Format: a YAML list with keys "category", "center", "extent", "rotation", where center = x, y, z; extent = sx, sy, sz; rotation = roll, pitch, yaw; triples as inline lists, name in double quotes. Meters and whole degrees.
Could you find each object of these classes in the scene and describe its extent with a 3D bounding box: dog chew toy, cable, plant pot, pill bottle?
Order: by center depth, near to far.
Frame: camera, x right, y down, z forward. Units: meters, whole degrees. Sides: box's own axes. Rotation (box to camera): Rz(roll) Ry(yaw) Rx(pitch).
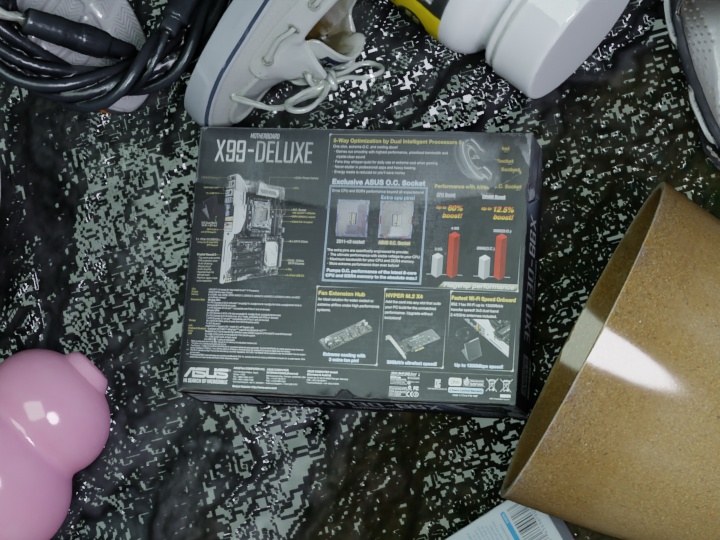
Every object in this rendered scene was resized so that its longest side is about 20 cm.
- category: "plant pot"
  center: [0.203, 0.080, 1.067]
  extent: [0.200, 0.186, 0.187]
  rotation: [27, 90, 1]
- category: "pill bottle"
  center: [0.053, -0.196, 1.149]
  extent: [0.200, 0.114, 0.114]
  rotation: [42, 93, 14]
- category: "cable"
  center: [-0.133, -0.185, 1.165]
  extent: [0.200, 0.051, 0.163]
  rotation: [-24, 98, -17]
- category: "dog chew toy"
  center: [-0.225, 0.126, 1.175]
  extent: [0.200, 0.125, 0.125]
  rotation: [-45, 77, -4]

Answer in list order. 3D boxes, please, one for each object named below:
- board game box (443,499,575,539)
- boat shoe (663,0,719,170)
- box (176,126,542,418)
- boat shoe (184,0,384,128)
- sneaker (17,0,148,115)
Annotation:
- category: "board game box"
  center: [0.052, 0.236, 1.107]
  extent: [0.200, 0.064, 0.148]
  rotation: [-32, 59, 6]
- category: "boat shoe"
  center: [0.203, -0.151, 1.138]
  extent: [0.074, 0.060, 0.200]
  rotation: [-7, 82, 13]
- category: "box"
  center: [0.000, 0.000, 1.166]
  extent: [0.200, 0.050, 0.158]
  rotation: [1, 79, 13]
- category: "boat shoe"
  center: [-0.028, -0.130, 1.145]
  extent: [0.086, 0.075, 0.202]
  rotation: [41, 133, 4]
- category: "sneaker"
  center: [-0.222, -0.155, 1.230]
  extent: [0.200, 0.112, 0.078]
  rotation: [41, 54, -14]
